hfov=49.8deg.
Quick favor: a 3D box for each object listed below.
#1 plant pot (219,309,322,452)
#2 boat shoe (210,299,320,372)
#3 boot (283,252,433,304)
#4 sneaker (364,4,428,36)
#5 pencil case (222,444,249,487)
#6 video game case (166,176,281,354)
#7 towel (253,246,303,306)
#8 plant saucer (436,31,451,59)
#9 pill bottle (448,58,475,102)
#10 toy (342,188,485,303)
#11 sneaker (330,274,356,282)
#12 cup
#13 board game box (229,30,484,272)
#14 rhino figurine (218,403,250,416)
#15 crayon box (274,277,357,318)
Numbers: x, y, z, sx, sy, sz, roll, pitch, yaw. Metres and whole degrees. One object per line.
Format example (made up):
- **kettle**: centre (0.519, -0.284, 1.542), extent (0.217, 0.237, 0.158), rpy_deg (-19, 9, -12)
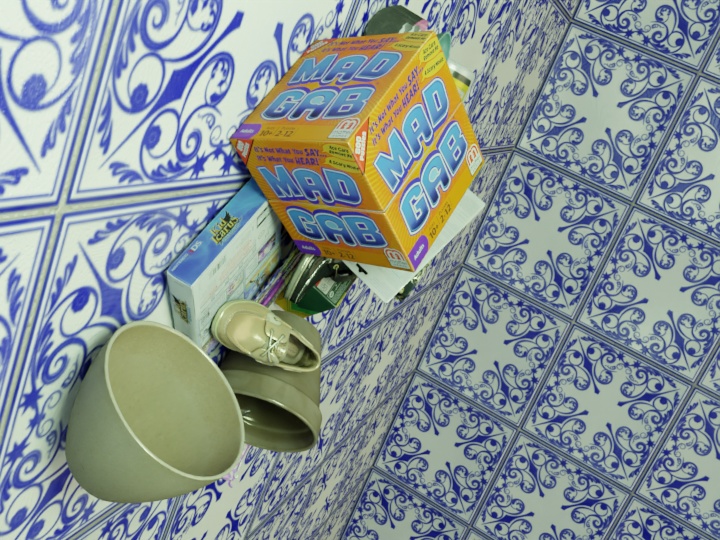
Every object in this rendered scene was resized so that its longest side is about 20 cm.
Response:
- **plant pot**: centre (-0.139, 0.167, 1.243), extent (0.201, 0.196, 0.176), rpy_deg (95, 11, -56)
- **boat shoe**: centre (-0.125, 0.097, 1.080), extent (0.199, 0.064, 0.073), rpy_deg (36, 82, -52)
- **boot**: centre (0.001, -0.001, 1.105), extent (0.204, 0.153, 0.074), rpy_deg (-51, 180, -21)
- **sneaker**: centre (0.024, -0.317, 1.179), extent (0.200, 0.080, 0.087), rpy_deg (-48, 173, -22)
- **pencil case**: centre (-0.207, 0.266, 1.336), extent (0.202, 0.084, 0.084), rpy_deg (-61, 167, -12)
- **video game case**: centre (-0.177, -0.004, 1.041), extent (0.201, 0.045, 0.183), rpy_deg (-54, 164, -34)
- **towel**: centre (-0.124, 0.017, 1.167), extent (0.201, 0.023, 0.144), rpy_deg (-53, -178, -6)
- **plant saucer**: centre (0.089, -0.284, 1.229), extent (0.200, 0.035, 0.203), rpy_deg (24, 89, -80)
- **pill bottle**: centre (0.125, -0.296, 1.458), extent (0.203, 0.113, 0.114), rpy_deg (-66, 165, 10)
- **toy**: centre (0.065, -0.057, 1.075), extent (0.200, 0.115, 0.047), rpy_deg (-44, 165, -11)
- **sneaker**: centre (0.014, -0.060, 1.204), extent (0.199, 0.085, 0.074), rpy_deg (-40, -177, -26)
- **cup**: centre (-0.251, 0.182, 0.884), extent (0.143, 0.202, 0.200), rpy_deg (-39, 173, 19)
- **board game box**: centre (0.002, -0.150, 0.975), extent (0.201, 0.198, 0.201), rpy_deg (-55, 134, -27)
- **rhino figurine**: centre (-0.202, 0.179, 1.020), extent (0.059, 0.199, 0.088), rpy_deg (29, 88, -36)
- **crayon box**: centre (-0.044, -0.021, 1.304), extent (0.201, 0.058, 0.172), rpy_deg (-57, -163, -24)
